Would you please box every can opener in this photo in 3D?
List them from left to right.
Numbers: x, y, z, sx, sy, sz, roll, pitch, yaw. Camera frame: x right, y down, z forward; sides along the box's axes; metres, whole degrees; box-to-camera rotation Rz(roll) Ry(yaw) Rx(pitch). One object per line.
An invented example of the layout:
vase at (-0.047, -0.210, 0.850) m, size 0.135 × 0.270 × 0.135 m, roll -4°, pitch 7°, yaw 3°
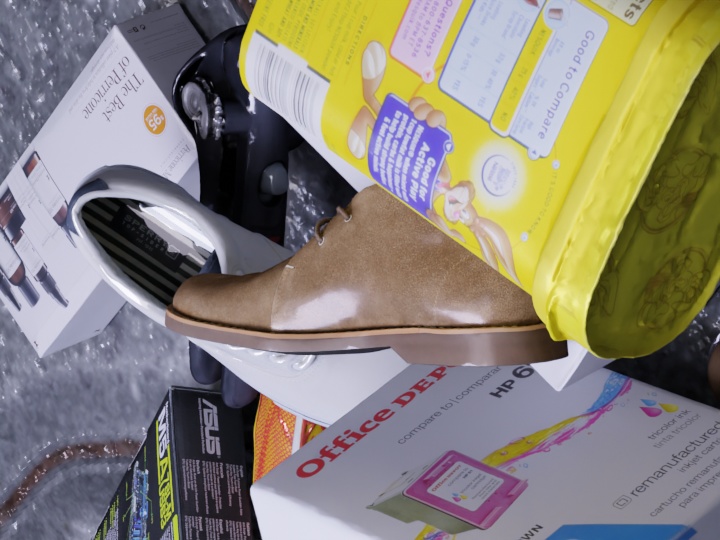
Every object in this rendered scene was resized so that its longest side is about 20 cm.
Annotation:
can opener at (-0.055, -0.027, 1.358) m, size 0.063 × 0.078 × 0.200 m, roll 35°, pitch 124°, yaw 54°

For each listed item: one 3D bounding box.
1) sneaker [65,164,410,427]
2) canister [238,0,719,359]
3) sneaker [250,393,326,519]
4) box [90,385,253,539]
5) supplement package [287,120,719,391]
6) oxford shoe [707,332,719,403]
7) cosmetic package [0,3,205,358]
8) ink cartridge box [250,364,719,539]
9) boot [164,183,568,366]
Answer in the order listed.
sneaker at (-0.052, 0.020, 1.295) m, size 0.200 × 0.071 × 0.073 m, roll 28°, pitch 102°, yaw 4°
canister at (0.058, -0.081, 1.075) m, size 0.200 × 0.086 × 0.149 m, roll 37°, pitch 113°, yaw 33°
sneaker at (-0.022, 0.053, 1.389) m, size 0.077 × 0.073 × 0.200 m, roll 47°, pitch 130°, yaw 45°
box at (-0.103, 0.194, 1.458) m, size 0.193 × 0.047 × 0.200 m, roll 123°, pitch 150°, yaw -44°
supplement package at (0.070, -0.067, 1.211) m, size 0.200 × 0.114 × 0.110 m, roll 46°, pitch 132°, yaw 19°
oxford shoe at (0.216, 0.062, 1.152) m, size 0.200 × 0.084 × 0.073 m, roll 16°, pitch 120°, yaw 41°
cosmetic package at (-0.132, -0.043, 1.463) m, size 0.083 × 0.051 × 0.200 m, roll 53°, pitch 135°, yaw 12°
ink cartridge box at (0.072, 0.112, 1.207) m, size 0.200 × 0.144 × 0.085 m, roll 18°, pitch 135°, yaw 47°
boot at (0.000, 0.000, 1.190) m, size 0.200 × 0.074 × 0.076 m, roll -1°, pitch 95°, yaw 37°
